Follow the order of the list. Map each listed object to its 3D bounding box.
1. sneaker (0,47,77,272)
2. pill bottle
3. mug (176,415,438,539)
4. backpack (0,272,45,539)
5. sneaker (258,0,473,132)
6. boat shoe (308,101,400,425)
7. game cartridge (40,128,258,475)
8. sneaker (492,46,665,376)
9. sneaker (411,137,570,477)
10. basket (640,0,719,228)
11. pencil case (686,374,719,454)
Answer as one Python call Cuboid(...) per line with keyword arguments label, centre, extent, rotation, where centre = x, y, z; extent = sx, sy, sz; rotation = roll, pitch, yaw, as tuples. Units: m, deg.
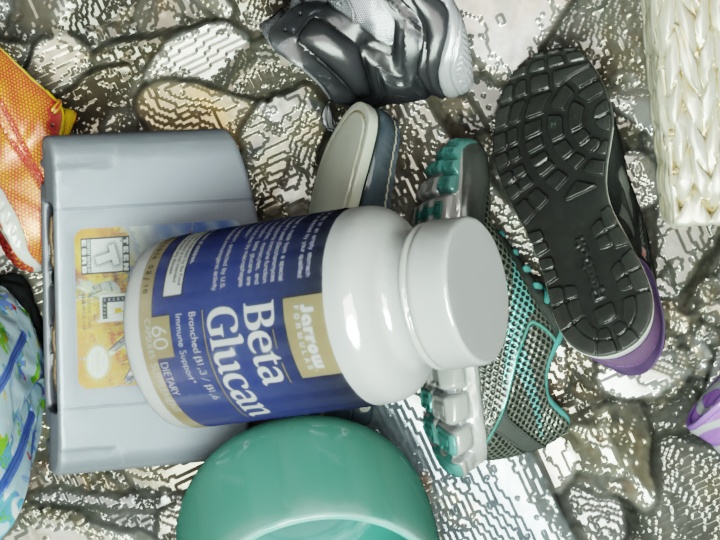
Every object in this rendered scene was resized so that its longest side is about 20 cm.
Cuboid(label="sneaker", centre=(-0.217, -0.099, 1.622), extent=(0.077, 0.073, 0.201), rotation=(-29, 100, -13))
Cuboid(label="pill bottle", centre=(-0.023, 0.024, 1.517), extent=(0.199, 0.111, 0.112), rotation=(-9, 94, 27))
Cuboid(label="mug", centre=(-0.042, 0.170, 1.588), extent=(0.152, 0.115, 0.185), rotation=(34, 116, -30))
Cuboid(label="backpack", centre=(-0.258, 0.092, 1.562), extent=(0.162, 0.200, 0.154), rotation=(-22, 94, 2))
Cuboid(label="sneaker", centre=(-0.014, -0.182, 1.598), extent=(0.113, 0.075, 0.201), rotation=(-22, 96, 0))
Cuboid(label="boat shoe", centre=(0.000, 0.000, 1.608), extent=(0.061, 0.075, 0.201), rotation=(8, 103, -15))
Cuboid(label="game cartridge", centre=(-0.122, 0.017, 1.610), extent=(0.132, 0.042, 0.201), rotation=(-4, 99, -18))
Cuboid(label="sneaker", centre=(0.133, -0.031, 1.615), extent=(0.075, 0.088, 0.201), rotation=(-16, 69, 16))
Cuboid(label="sneaker", centre=(0.081, 0.020, 1.623), extent=(0.091, 0.078, 0.201), rotation=(-5, 97, -15))
Cuboid(label="basket", centre=(0.228, -0.120, 1.569), extent=(0.123, 0.136, 0.201), rotation=(-6, 93, 4))
Cuboid(label="pencil case", centre=(0.286, 0.126, 1.609), extent=(0.200, 0.086, 0.084), rotation=(40, 95, -1))
